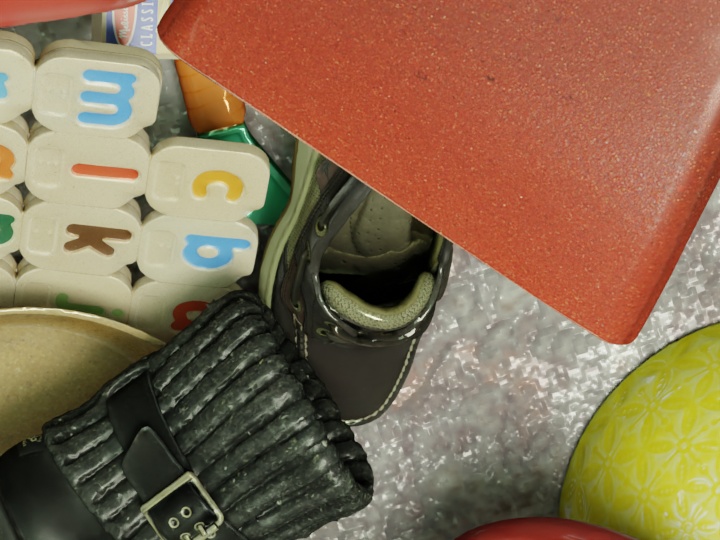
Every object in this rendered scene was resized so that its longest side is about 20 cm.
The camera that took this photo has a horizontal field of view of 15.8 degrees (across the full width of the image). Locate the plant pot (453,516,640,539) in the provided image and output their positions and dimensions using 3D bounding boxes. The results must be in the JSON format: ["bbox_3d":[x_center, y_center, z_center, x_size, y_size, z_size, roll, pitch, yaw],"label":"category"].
[{"bbox_3d":[0.078,0.215,1.072,0.200,0.200,0.183,44,56,-17],"label":"plant pot"}]

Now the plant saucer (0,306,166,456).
[{"bbox_3d":[-0.147,0.093,1.118,0.199,0.035,0.201,-5,122,-7],"label":"plant saucer"}]

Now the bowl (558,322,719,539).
[{"bbox_3d":[0.195,0.129,1.150,0.199,0.108,0.201,-2,107,-7],"label":"bowl"}]

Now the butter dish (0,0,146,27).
[{"bbox_3d":[-0.200,-0.168,0.998,0.199,0.148,0.201,-10,80,-30],"label":"butter dish"}]

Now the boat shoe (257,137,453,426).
[{"bbox_3d":[0.000,0.000,1.059,0.073,0.065,0.200,-7,135,-11],"label":"boat shoe"}]

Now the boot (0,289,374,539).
[{"bbox_3d":[-0.057,0.131,1.050,0.157,0.079,0.212,-28,95,0],"label":"boot"}]

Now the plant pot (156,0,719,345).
[{"bbox_3d":[0.079,-0.132,0.921,0.199,0.200,0.177,33,126,2],"label":"plant pot"}]

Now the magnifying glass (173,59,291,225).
[{"bbox_3d":[-0.055,-0.043,1.112,0.079,0.022,0.201,-14,107,-2],"label":"magnifying glass"}]

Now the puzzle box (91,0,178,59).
[{"bbox_3d":[-0.041,-0.185,1.053,0.132,0.025,0.201,-1,104,-15],"label":"puzzle box"}]

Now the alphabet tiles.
[{"bbox_3d":[-0.140,-0.020,1.063,0.195,0.015,0.200,5,136,-7],"label":"alphabet tiles"}]
